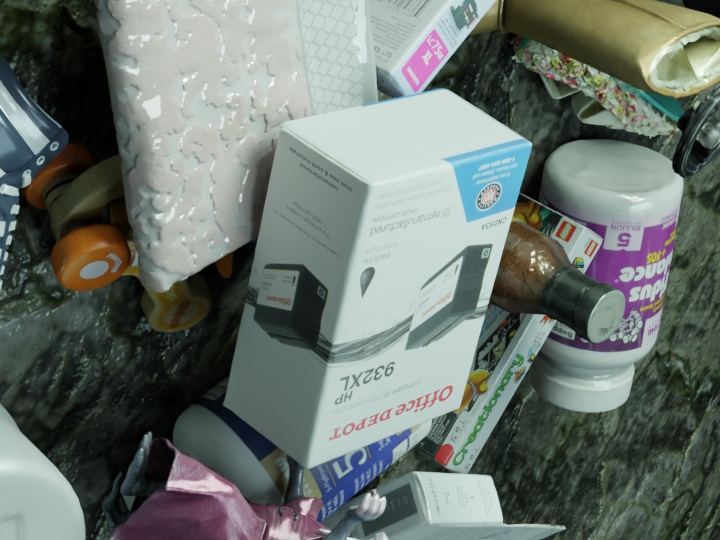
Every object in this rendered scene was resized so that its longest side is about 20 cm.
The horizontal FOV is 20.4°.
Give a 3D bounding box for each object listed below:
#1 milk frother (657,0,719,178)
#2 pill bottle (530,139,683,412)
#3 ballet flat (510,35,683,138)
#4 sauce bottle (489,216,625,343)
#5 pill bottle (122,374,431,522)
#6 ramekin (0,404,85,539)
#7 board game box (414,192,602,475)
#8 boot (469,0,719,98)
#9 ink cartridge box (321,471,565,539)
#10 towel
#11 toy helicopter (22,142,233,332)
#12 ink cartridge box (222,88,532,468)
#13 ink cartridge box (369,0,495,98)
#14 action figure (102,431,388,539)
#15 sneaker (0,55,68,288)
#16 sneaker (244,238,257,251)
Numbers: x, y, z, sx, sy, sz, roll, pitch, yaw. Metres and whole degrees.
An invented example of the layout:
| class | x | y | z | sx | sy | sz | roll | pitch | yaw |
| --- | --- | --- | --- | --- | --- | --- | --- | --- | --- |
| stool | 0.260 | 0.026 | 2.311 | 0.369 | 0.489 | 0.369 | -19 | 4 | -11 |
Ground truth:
| class | x | y | z | sx | sy | sz | roll | pitch | yaw |
| --- | --- | --- | --- | --- | --- | --- | --- | --- | --- |
| milk frother | 0.224 | -0.190 | 1.433 | 0.200 | 0.188 | 0.181 | -40 | 137 | -29 |
| pill bottle | 0.188 | 0.007 | 1.591 | 0.112 | 0.112 | 0.201 | -20 | 127 | -39 |
| ballet flat | 0.177 | -0.148 | 1.530 | 0.064 | 0.076 | 0.200 | -35 | 141 | 19 |
| sauce bottle | 0.098 | -0.007 | 1.413 | 0.066 | 0.200 | 0.066 | -27 | 133 | -33 |
| pill bottle | -0.060 | 0.124 | 1.385 | 0.200 | 0.120 | 0.120 | -38 | 137 | -20 |
| ramekin | -0.263 | 0.174 | 1.217 | 0.200 | 0.098 | 0.201 | -27 | 132 | -35 |
| board game box | 0.076 | 0.034 | 1.474 | 0.035 | 0.126 | 0.201 | 30 | 90 | -52 |
| boot | 0.124 | -0.166 | 1.338 | 0.175 | 0.200 | 0.066 | -24 | 130 | -36 |
| ink cartridge box | 0.026 | 0.205 | 1.499 | 0.199 | 0.044 | 0.173 | -29 | 157 | 34 |
| towel | -0.064 | -0.110 | 1.170 | 0.191 | 0.032 | 0.201 | -30 | 130 | -33 |
| toy helicopter | -0.123 | -0.019 | 1.255 | 0.132 | 0.079 | 0.200 | -24 | 152 | -4 |
| ink cartridge box | 0.009 | 0.004 | 1.233 | 0.145 | 0.084 | 0.201 | -17 | 131 | -43 |
| ink cartridge box | 0.047 | -0.208 | 1.293 | 0.200 | 0.119 | 0.042 | -53 | 138 | -9 |
| action figure | -0.062 | 0.176 | 1.253 | 0.199 | 0.134 | 0.150 | 24 | 91 | -9 |
| sneaker | -0.219 | -0.030 | 1.157 | 0.108 | 0.070 | 0.201 | -30 | 130 | -29 |
| sneaker | -0.067 | -0.076 | 1.281 | 0.109 | 0.070 | 0.200 | -59 | 145 | -4 |
